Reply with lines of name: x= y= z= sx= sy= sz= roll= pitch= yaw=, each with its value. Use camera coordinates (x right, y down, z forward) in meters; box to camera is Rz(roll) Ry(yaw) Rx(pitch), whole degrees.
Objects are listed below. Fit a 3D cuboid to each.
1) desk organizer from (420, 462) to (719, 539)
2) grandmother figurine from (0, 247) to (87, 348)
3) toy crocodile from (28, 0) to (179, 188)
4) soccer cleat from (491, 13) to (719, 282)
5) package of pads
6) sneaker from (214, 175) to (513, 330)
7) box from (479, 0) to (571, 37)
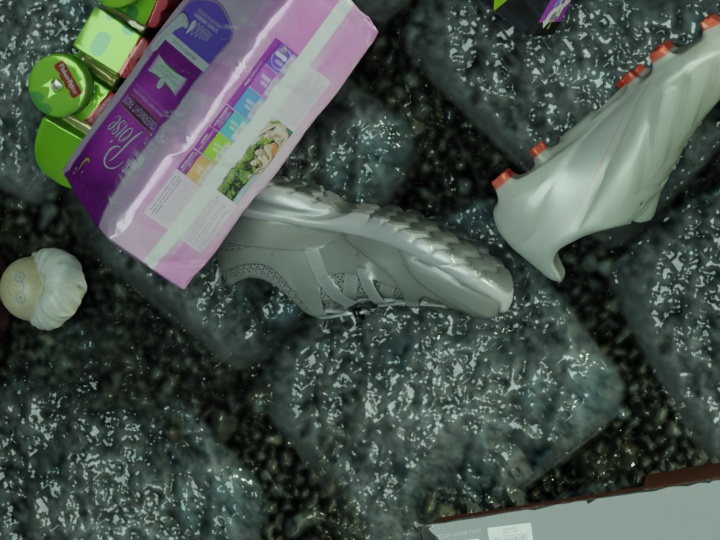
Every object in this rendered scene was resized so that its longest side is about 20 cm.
desk organizer: x=0.144 y=0.165 z=1.075 sx=0.198 sy=0.077 sz=0.073 roll=-11 pitch=91 yaw=12
grandmother figurine: x=-0.270 y=0.020 z=1.164 sx=0.198 sy=0.061 sz=0.123 roll=-7 pitch=100 yaw=15
toy crocodile: x=-0.151 y=-0.147 z=1.126 sx=0.061 sy=0.068 sz=0.201 roll=30 pitch=100 yaw=4
soccer cleat: x=0.167 y=-0.075 z=1.067 sx=0.200 sy=0.069 sz=0.078 roll=-39 pitch=90 yaw=18
package of pads: x=-0.088 y=-0.100 z=1.079 sx=0.075 sy=0.120 sz=0.201 roll=35 pitch=95 yaw=-33
sneaker: x=0.000 y=0.000 z=1.106 sx=0.198 sy=0.075 sz=0.083 roll=18 pitch=103 yaw=22
box: x=0.097 y=-0.259 z=1.044 sx=0.143 sy=0.036 sz=0.201 roll=37 pitch=115 yaw=21
